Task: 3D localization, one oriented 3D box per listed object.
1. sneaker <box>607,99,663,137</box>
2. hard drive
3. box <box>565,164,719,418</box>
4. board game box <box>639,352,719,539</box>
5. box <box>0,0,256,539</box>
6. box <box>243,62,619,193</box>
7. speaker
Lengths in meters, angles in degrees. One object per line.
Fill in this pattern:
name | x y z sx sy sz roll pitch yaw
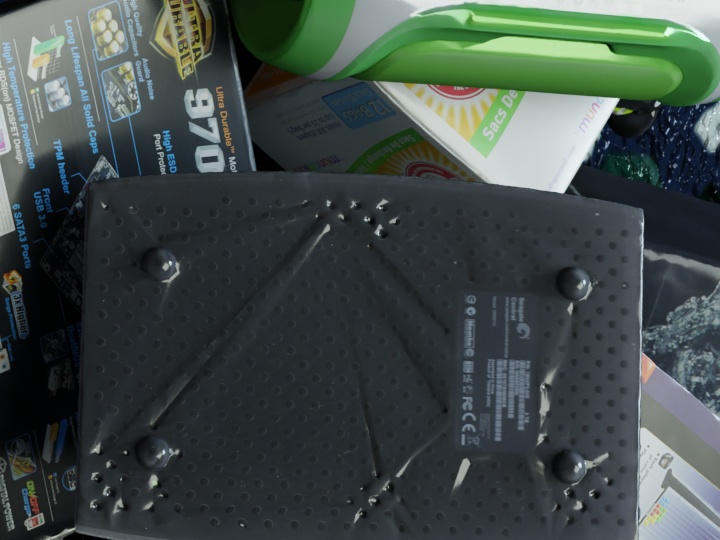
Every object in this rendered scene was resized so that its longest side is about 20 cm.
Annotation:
sneaker | 0.117 -0.090 1.358 0.200 0.072 0.083 -39 129 -39
hard drive | -0.001 0.035 1.058 0.199 0.042 0.136 2 84 -10
box | 0.148 0.081 1.273 0.199 0.117 0.197 14 105 -17
board game box | 0.077 0.137 1.143 0.165 0.057 0.200 40 78 -31
box | -0.110 -0.007 1.083 0.159 0.046 0.201 -24 117 -30
box | 0.055 -0.114 1.217 0.101 0.112 0.200 41 66 -19
speaker | 0.056 -0.106 1.103 0.199 0.088 0.089 2 99 -28
